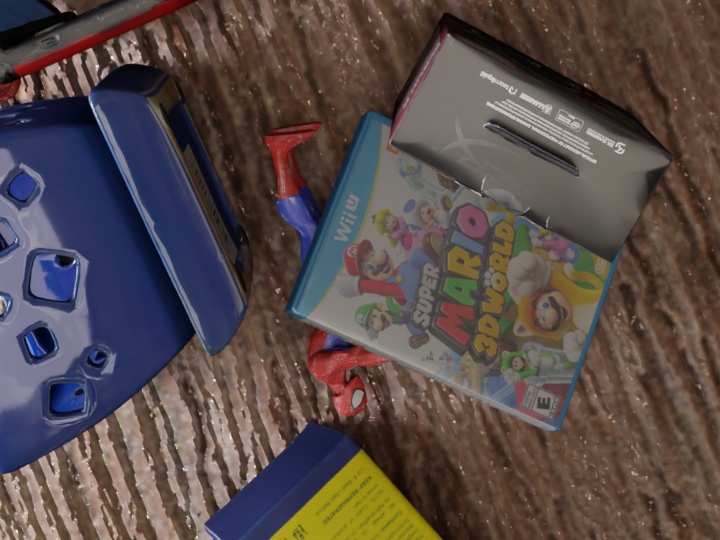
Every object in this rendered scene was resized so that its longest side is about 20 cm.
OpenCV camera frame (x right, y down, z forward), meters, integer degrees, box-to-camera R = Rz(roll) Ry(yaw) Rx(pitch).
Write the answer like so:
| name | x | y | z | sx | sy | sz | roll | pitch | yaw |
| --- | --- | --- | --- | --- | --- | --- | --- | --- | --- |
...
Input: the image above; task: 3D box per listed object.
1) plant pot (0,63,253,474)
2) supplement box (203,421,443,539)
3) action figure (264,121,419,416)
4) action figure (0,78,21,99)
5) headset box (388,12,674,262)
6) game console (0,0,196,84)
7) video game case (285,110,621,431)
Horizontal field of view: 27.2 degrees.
| name | x | y | z | sx | sy | sz | roll | pitch | yaw |
| --- | --- | --- | --- | --- | --- | --- | --- | --- | --- |
| plant pot | -0.175 | -0.019 | 0.938 | 0.179 | 0.200 | 0.200 | -23 | 102 | 2 |
| supplement box | 0.004 | 0.215 | 1.012 | 0.109 | 0.109 | 0.200 | -42 | 99 | -12 |
| action figure | 0.000 | 0.000 | 0.998 | 0.099 | 0.065 | 0.201 | -6 | 102 | 8 |
| action figure | -0.250 | -0.139 | 0.909 | 0.052 | 0.200 | 0.065 | -49 | 129 | 7 |
| headset box | 0.099 | -0.085 | 0.904 | 0.148 | 0.200 | 0.075 | 28 | 103 | -3 |
| game console | -0.189 | -0.187 | 0.892 | 0.172 | 0.200 | 0.119 | -22 | 103 | 8 |
| video game case | 0.066 | 0.002 | 0.970 | 0.200 | 0.018 | 0.143 | 25 | 77 | -15 |
